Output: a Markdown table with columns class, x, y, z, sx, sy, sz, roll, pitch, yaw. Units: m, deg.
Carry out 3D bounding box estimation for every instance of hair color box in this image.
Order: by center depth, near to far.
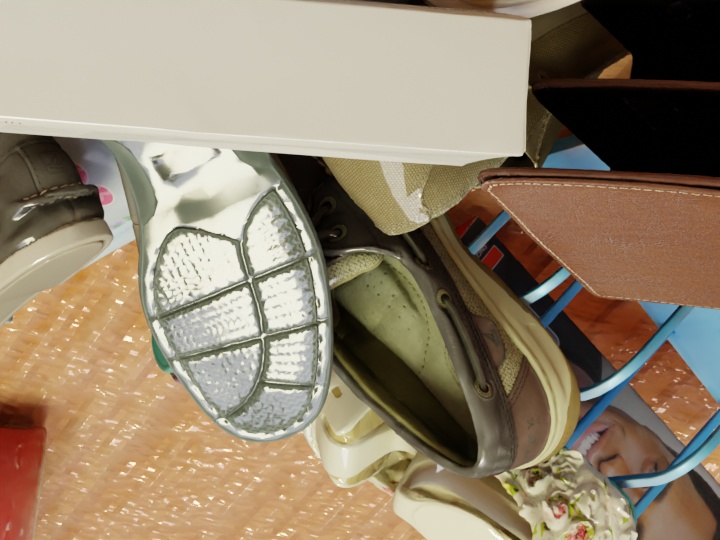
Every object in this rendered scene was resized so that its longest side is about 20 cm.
| class | x | y | z | sx | sy | sz | roll | pitch | yaw |
| --- | --- | --- | --- | --- | --- | --- | --- | --- | --- |
| hair color box | 0.081 | 0.085 | 1.204 | 0.200 | 0.102 | 0.061 | 47 | 138 | -9 |

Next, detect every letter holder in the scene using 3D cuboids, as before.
| class | x | y | z | sx | sy | sz | roll | pitch | yaw |
| --- | --- | --- | --- | --- | --- | --- | --- | --- | --- |
| letter holder | 0.158 | -0.047 | 0.925 | 0.199 | 0.101 | 0.142 | 6 | 166 | 28 |

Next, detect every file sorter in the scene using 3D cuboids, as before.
| class | x | y | z | sx | sy | sz | roll | pitch | yaw |
| --- | --- | --- | --- | --- | --- | --- | --- | --- | --- |
| file sorter | 0.136 | 0.050 | 1.113 | 0.200 | 0.123 | 0.139 | 50 | 156 | -13 |

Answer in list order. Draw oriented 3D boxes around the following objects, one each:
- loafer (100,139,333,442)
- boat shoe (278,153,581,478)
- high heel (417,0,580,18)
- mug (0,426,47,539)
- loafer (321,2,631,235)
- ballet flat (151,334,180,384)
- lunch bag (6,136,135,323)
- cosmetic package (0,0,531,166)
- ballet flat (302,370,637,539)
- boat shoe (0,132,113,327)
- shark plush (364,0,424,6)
| class | x | y | z | sx | sy | sz | roll | pitch | yaw |
| --- | --- | --- | --- | --- | --- | --- | --- | --- | --- |
| loafer | -0.056 | -0.035 | 0.977 | 0.072 | 0.063 | 0.201 | -15 | 112 | 11 |
| boat shoe | 0.000 | 0.001 | 1.023 | 0.072 | 0.201 | 0.066 | -52 | 163 | 27 |
| high heel | 0.017 | -0.142 | 0.955 | 0.199 | 0.143 | 0.072 | 1 | 112 | -1 |
| mug | -0.270 | 0.141 | 1.331 | 0.199 | 0.134 | 0.178 | 11 | 140 | -9 |
| loafer | 0.047 | -0.067 | 1.023 | 0.076 | 0.200 | 0.068 | -1 | 107 | 41 |
| ballet flat | -0.040 | -0.029 | 1.149 | 0.071 | 0.069 | 0.201 | -3 | 133 | -22 |
| lunch bag | -0.180 | -0.063 | 1.062 | 0.169 | 0.128 | 0.200 | 28 | 145 | -33 |
| cosmetic package | -0.050 | -0.067 | 0.880 | 0.199 | 0.051 | 0.083 | 4 | -179 | -12 |
| ballet flat | 0.025 | 0.074 | 1.097 | 0.200 | 0.064 | 0.076 | 28 | 131 | 32 |
| boat shoe | -0.168 | 0.004 | 1.015 | 0.200 | 0.057 | 0.067 | -32 | 169 | 39 |
| shark plush | 0.057 | -0.137 | 1.019 | 0.199 | 0.091 | 0.083 | -15 | 161 | 13 |
